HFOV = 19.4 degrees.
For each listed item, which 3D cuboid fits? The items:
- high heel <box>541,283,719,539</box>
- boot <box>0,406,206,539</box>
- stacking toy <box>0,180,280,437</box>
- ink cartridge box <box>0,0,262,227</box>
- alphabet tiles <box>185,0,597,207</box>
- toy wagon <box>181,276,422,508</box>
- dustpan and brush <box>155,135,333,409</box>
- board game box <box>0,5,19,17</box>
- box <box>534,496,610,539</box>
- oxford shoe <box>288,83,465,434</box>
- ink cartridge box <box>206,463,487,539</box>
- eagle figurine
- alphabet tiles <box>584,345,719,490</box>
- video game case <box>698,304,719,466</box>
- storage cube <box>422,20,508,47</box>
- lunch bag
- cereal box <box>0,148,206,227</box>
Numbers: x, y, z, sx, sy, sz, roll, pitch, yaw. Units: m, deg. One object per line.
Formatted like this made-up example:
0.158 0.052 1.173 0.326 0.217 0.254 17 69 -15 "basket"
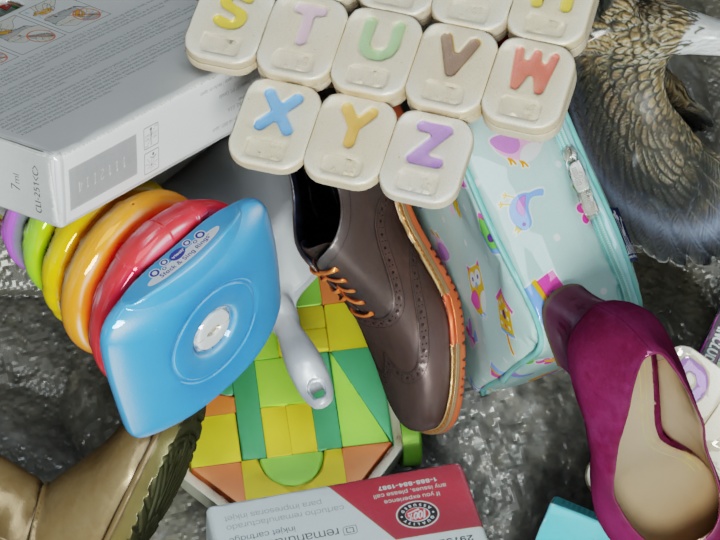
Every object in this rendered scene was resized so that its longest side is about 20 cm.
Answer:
0.150 0.101 1.030 0.067 0.096 0.201 -35 114 -7 "high heel"
-0.204 0.101 1.131 0.199 0.066 0.176 28 91 8 "boot"
-0.144 -0.020 1.102 0.199 0.110 0.116 35 62 29 "stacking toy"
-0.159 -0.101 1.117 0.175 0.045 0.200 20 34 30 "ink cartridge box"
0.015 -0.128 1.067 0.198 0.015 0.197 13 65 13 "alphabet tiles"
-0.051 0.048 1.196 0.154 0.040 0.202 -6 69 -6 "toy wagon"
-0.058 -0.004 1.168 0.139 0.057 0.200 -26 43 -3 "dustpan and brush"
-0.252 -0.153 1.246 0.134 0.029 0.200 27 68 31 "board game box"
0.180 0.197 1.126 0.199 0.049 0.083 21 91 8 "box"
0.000 0.000 1.130 0.072 0.071 0.202 -24 101 -37 "oxford shoe"
0.009 0.207 1.069 0.144 0.083 0.201 -9 42 -10 "ink cartridge box"
0.151 -0.113 1.170 0.150 0.201 0.152 24 51 33 "eagle figurine"
0.227 0.136 1.158 0.199 0.015 0.196 36 87 8 "alphabet tiles"
0.290 0.057 1.214 0.180 0.036 0.201 27 69 7 "video game case"
0.064 -0.256 1.240 0.171 0.200 0.180 40 72 20 "storage cube"
0.080 -0.024 1.138 0.076 0.200 0.162 -18 81 -11 "lunch bag"
-0.148 -0.103 1.223 0.200 0.040 0.144 -39 51 -16 "cereal box"
